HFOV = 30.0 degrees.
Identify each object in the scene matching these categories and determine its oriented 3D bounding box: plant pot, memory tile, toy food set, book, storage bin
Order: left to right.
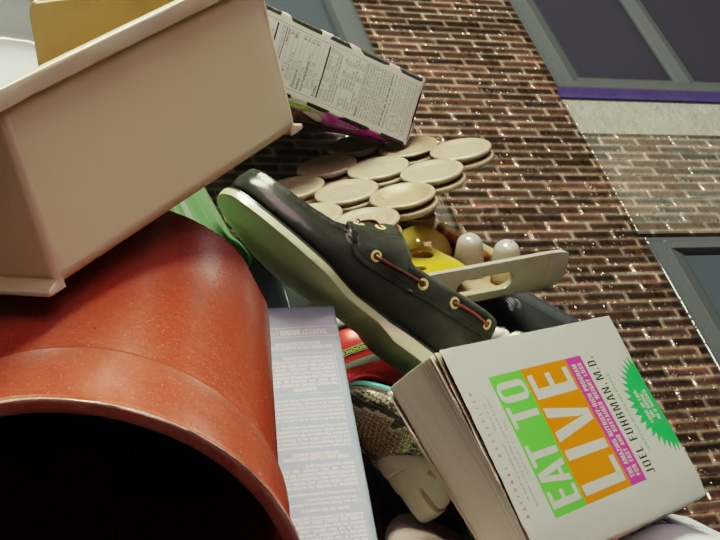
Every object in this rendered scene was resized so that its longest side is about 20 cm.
[{"bbox_3d":[-0.166,-0.076,0.682,0.197,0.095,0.200,2,28,35],"label":"storage bin"},{"bbox_3d":[-0.121,0.081,0.648,0.198,0.202,0.196,12,32,-8],"label":"plant pot"},{"bbox_3d":[0.002,-0.064,1.027,0.152,0.017,0.200,5,26,32],"label":"memory tile"},{"bbox_3d":[0.041,-0.027,1.012,0.142,0.061,0.200,-10,22,-27],"label":"toy food set"},{"bbox_3d":[0.122,0.104,0.817,0.199,0.048,0.135,-8,64,-50],"label":"book"}]

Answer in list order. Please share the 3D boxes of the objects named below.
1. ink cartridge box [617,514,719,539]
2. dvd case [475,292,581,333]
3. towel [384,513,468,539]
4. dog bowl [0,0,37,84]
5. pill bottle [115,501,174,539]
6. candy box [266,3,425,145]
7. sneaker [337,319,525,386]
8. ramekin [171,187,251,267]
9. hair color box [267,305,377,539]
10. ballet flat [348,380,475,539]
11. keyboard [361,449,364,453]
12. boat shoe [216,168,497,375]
[{"bbox_3d":[0.194,0.185,0.803,0.199,0.048,0.159,20,3,-40],"label":"ink cartridge box"},{"bbox_3d":[0.090,0.075,0.995,0.149,0.025,0.200,30,41,10],"label":"dvd case"},{"bbox_3d":[0.104,0.199,0.782,0.189,0.033,0.200,21,-1,1],"label":"towel"},{"bbox_3d":[-0.275,-0.154,1.060,0.198,0.079,0.201,10,43,-10],"label":"dog bowl"},{"bbox_3d":[-0.111,0.202,0.727,0.112,0.114,0.201,12,43,-8],"label":"pill bottle"},{"bbox_3d":[-0.065,-0.160,1.058,0.199,0.062,0.136,18,-1,-43],"label":"candy box"},{"bbox_3d":[0.061,0.085,0.913,0.197,0.077,0.086,12,60,-6],"label":"sneaker"},{"bbox_3d":[-0.177,-0.006,0.840,0.199,0.199,0.099,-29,97,-40],"label":"ramekin"},{"bbox_3d":[-0.036,0.133,0.801,0.060,0.099,0.202,-2,60,-15],"label":"hair color box"},{"bbox_3d":[0.071,0.131,0.850,0.198,0.068,0.076,21,62,-24],"label":"ballet flat"},{"bbox_3d":[-0.081,0.084,0.937,0.198,0.011,0.057,15,42,-6],"label":"keyboard"},{"bbox_3d":[-0.001,0.000,0.839,0.201,0.074,0.063,38,74,-16],"label":"boat shoe"}]
